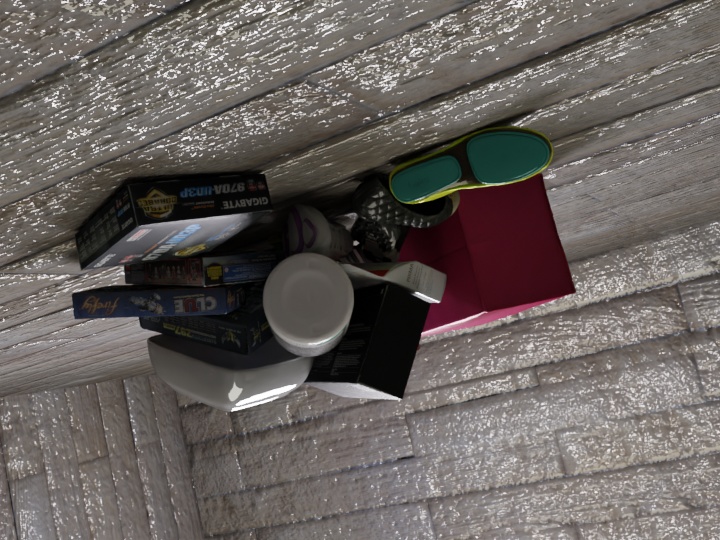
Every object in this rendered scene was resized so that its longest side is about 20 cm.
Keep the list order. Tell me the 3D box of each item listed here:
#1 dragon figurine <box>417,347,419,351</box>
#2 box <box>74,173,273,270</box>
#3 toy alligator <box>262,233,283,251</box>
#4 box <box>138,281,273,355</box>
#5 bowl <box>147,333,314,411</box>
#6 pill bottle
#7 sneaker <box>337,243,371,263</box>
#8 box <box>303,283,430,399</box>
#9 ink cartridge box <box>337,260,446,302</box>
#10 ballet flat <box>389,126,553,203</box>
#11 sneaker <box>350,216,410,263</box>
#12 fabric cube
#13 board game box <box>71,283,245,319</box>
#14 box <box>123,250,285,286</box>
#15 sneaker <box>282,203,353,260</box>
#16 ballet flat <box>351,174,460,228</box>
[{"bbox_3d":[0.037,0.084,1.383,0.099,0.201,0.059,-26,139,6],"label":"dragon figurine"},{"bbox_3d":[-0.212,-0.053,0.931,0.158,0.047,0.199,-9,172,-37],"label":"box"},{"bbox_3d":[-0.125,-0.022,1.276,0.198,0.060,0.054,-13,173,9],"label":"toy alligator"},{"bbox_3d":[-0.205,0.052,1.238,0.198,0.052,0.158,10,-154,25],"label":"box"},{"bbox_3d":[-0.186,0.141,1.207,0.198,0.076,0.199,12,-168,36],"label":"bowl"},{"bbox_3d":[-0.068,0.052,1.094,0.112,0.114,0.200,-13,168,-6],"label":"pill bottle"},{"bbox_3d":[0.015,-0.031,1.439,0.197,0.089,0.074,9,173,8],"label":"sneaker"},{"bbox_3d":[0.005,0.105,1.192,0.078,0.143,0.200,21,165,-21],"label":"box"},{"bbox_3d":[0.000,0.000,1.179,0.161,0.058,0.199,-1,159,44],"label":"ink cartridge box"},{"bbox_3d":[0.128,-0.128,0.980,0.198,0.068,0.067,-13,-166,22],"label":"ballet flat"},{"bbox_3d":[0.034,-0.068,1.177,0.066,0.091,0.200,20,170,11],"label":"sneaker"},{"bbox_3d":[0.174,-0.022,1.288,0.194,0.202,0.199,-8,169,-33],"label":"fabric cube"},{"bbox_3d":[-0.263,0.038,1.115,0.197,0.035,0.135,-2,-177,3],"label":"board game box"},{"bbox_3d":[-0.215,-0.004,1.144,0.136,0.040,0.199,-5,-176,-44],"label":"box"},{"bbox_3d":[-0.051,-0.050,1.127,0.098,0.076,0.200,-1,180,-11],"label":"sneaker"},{"bbox_3d":[0.071,-0.093,1.086,0.199,0.067,0.057,-8,160,-47],"label":"ballet flat"}]
